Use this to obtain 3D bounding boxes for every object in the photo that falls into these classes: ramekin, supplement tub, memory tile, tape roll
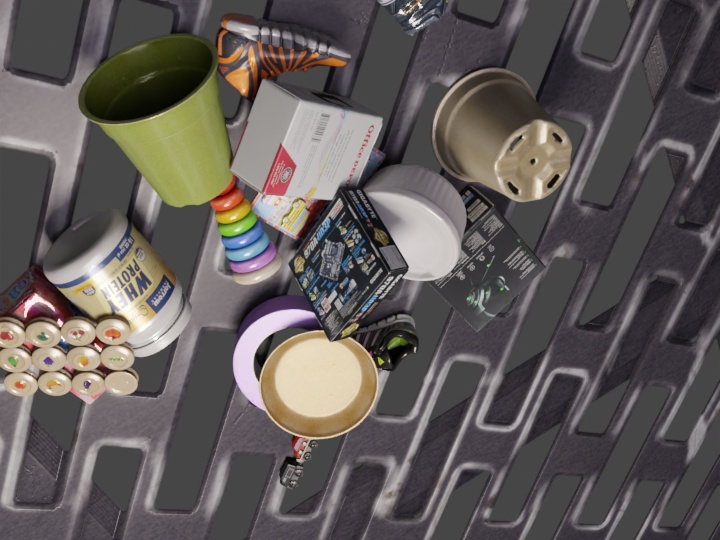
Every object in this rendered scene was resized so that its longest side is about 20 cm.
[{"bbox_3d":[0.079,-0.083,1.442,0.203,0.202,0.094,56,47,-33],"label":"ramekin"},{"bbox_3d":[-0.361,0.021,1.345,0.144,0.144,0.200,-35,124,0],"label":"supplement tub"},{"bbox_3d":[-0.434,0.129,1.316,0.199,0.017,0.154,-1,128,-7],"label":"memory tile"},{"bbox_3d":[-0.117,0.146,1.526,0.199,0.066,0.201,-1,110,-4],"label":"tape roll"}]

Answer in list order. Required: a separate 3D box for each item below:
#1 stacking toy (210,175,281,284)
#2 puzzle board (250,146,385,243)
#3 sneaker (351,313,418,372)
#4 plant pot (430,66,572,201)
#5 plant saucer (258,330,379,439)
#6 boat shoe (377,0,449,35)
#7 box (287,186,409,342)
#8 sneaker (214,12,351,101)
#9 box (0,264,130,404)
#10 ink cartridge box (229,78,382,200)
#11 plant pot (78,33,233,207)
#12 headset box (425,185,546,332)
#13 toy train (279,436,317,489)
[{"bbox_3d":[-0.196,-0.082,1.404,0.085,0.085,0.201,-24,116,-8],"label":"stacking toy"},{"bbox_3d":[-0.070,-0.142,1.449,0.150,0.017,0.200,29,103,-31],"label":"puzzle board"},{"bbox_3d":[0.019,0.148,1.596,0.199,0.088,0.074,-24,123,-8],"label":"sneaker"},{"bbox_3d":[0.240,-0.205,1.437,0.199,0.184,0.201,-9,120,-17],"label":"plant pot"},{"bbox_3d":[-0.070,0.185,1.491,0.199,0.035,0.201,-2,110,-5],"label":"plant saucer"},{"bbox_3d":[0.119,-0.447,1.333,0.200,0.071,0.091,-39,125,10],"label":"boat shoe"},{"bbox_3d":[-0.024,-0.006,1.395,0.046,0.159,0.200,-11,151,-40],"label":"box"},{"bbox_3d":[-0.119,-0.304,1.317,0.199,0.078,0.113,10,117,-14],"label":"sneaker"},{"bbox_3d":[-0.460,0.100,1.375,0.095,0.100,0.200,-41,123,4],"label":"box"},{"bbox_3d":[-0.077,-0.187,1.317,0.200,0.083,0.146,-1,120,-54],"label":"ink cartridge box"},{"bbox_3d":[-0.264,-0.198,1.260,0.199,0.200,0.190,-26,136,-7],"label":"plant pot"},{"bbox_3d":[0.205,-0.015,1.577,0.174,0.093,0.200,-45,125,5],"label":"headset box"},{"bbox_3d":[-0.107,0.325,1.676,0.046,0.034,0.201,20,109,-16],"label":"toy train"}]
